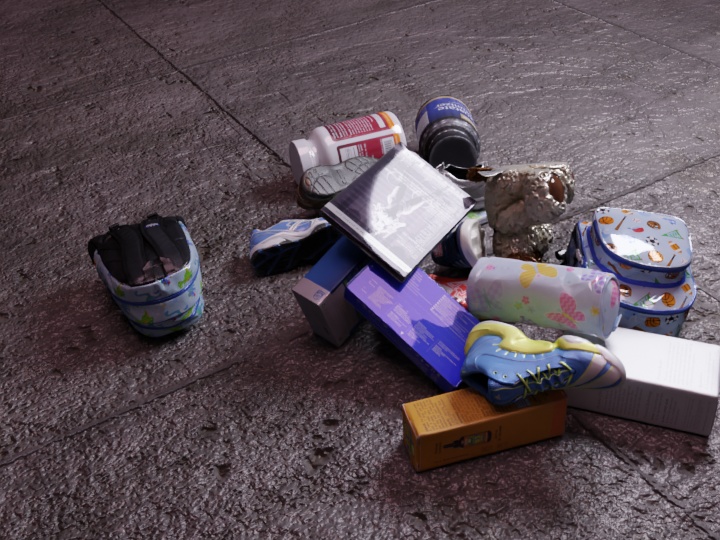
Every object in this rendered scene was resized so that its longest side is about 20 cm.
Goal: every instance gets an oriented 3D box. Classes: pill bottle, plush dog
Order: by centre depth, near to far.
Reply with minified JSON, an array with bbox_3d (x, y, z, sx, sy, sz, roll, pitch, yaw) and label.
[{"bbox_3d":[0.239,-0.070,1.315,0.159,0.174,0.200,1,13,19],"label":"plush dog"},{"bbox_3d":[0.159,-0.237,1.584,0.110,0.113,0.201,-3,28,1],"label":"pill bottle"},{"bbox_3d":[-0.024,-0.215,1.586,0.198,0.114,0.113,-15,38,-17],"label":"pill bottle"}]

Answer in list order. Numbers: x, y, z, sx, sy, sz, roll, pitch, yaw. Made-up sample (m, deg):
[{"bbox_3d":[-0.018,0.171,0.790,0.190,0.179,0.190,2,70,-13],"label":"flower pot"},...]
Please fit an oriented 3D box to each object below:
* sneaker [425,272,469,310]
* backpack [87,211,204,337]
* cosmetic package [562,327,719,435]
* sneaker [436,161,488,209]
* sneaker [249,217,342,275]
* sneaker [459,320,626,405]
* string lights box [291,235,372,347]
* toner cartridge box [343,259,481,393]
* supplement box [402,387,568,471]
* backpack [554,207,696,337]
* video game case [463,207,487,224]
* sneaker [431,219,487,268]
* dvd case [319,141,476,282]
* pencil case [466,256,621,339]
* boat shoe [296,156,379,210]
[{"bbox_3d":[0.148,0.056,1.250,0.199,0.068,0.108,2,39,10],"label":"sneaker"},{"bbox_3d":[-0.308,0.006,1.303,0.162,0.155,0.200,-17,17,-22],"label":"backpack"},{"bbox_3d":[0.355,0.135,1.123,0.198,0.075,0.102,10,38,20],"label":"cosmetic package"},{"bbox_3d":[0.127,-0.149,1.480,0.198,0.083,0.075,-6,36,-2],"label":"sneaker"},{"bbox_3d":[-0.087,-0.059,1.411,0.198,0.076,0.077,-12,42,-14],"label":"sneaker"},{"bbox_3d":[0.209,0.129,1.041,0.198,0.076,0.105,11,48,32],"label":"sneaker"},{"bbox_3d":[0.000,0.000,1.257,0.059,0.103,0.200,27,63,35],"label":"string lights box"},{"bbox_3d":[0.080,0.064,1.175,0.200,0.043,0.095,43,69,13],"label":"toner cartridge box"},{"bbox_3d":[0.152,0.183,1.076,0.198,0.067,0.069,-13,37,-14],"label":"supplement box"},{"bbox_3d":[0.385,0.012,1.230,0.198,0.155,0.192,4,47,5],"label":"backpack"},{"bbox_3d":[0.158,-0.114,1.517,0.199,0.018,0.143,-22,40,-23],"label":"video game case"},{"bbox_3d":[0.144,-0.034,1.316,0.084,0.076,0.200,-5,-5,11],"label":"sneaker"},{"bbox_3d":[0.056,-0.087,1.224,0.148,0.016,0.200,39,51,9],"label":"dvd case"},{"bbox_3d":[0.237,0.036,1.142,0.198,0.091,0.083,7,39,33],"label":"pencil case"},{"bbox_3d":[-0.026,-0.147,1.519,0.198,0.074,0.076,-8,63,-31],"label":"boat shoe"}]
